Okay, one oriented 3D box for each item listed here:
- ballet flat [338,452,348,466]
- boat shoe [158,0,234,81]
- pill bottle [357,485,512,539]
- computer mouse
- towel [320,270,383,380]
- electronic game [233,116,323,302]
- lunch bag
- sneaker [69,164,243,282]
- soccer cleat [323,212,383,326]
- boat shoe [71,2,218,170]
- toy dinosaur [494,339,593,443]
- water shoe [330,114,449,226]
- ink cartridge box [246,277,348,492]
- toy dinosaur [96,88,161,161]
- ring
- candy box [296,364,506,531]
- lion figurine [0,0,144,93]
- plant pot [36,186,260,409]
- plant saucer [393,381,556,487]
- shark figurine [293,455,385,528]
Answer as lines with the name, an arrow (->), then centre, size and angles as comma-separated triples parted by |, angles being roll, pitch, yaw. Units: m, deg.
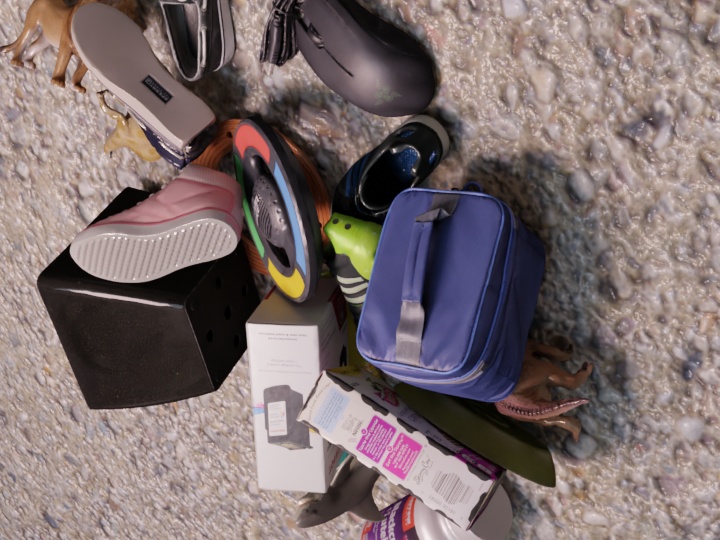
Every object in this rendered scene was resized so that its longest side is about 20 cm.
ballet flat -> -0.069, 0.150, 1.381 | 0.071, 0.072, 0.202 | -9, 112, 40
boat shoe -> -0.183, -0.295, 1.142 | 0.073, 0.068, 0.202 | 16, 128, 27
pill bottle -> 0.090, 0.315, 1.331 | 0.112, 0.111, 0.200 | 47, 135, -1
computer mouse -> -0.020, -0.212, 1.089 | 0.199, 0.053, 0.139 | 34, 133, 13
towel -> -0.031, 0.100, 1.325 | 0.085, 0.018, 0.202 | -20, 107, 17
electronic game -> -0.091, -0.063, 1.171 | 0.201, 0.041, 0.202 | 55, 155, 40
lunch bag -> 0.087, 0.014, 1.061 | 0.134, 0.203, 0.132 | 6, 167, 32
sneaker -> -0.215, -0.054, 1.211 | 0.197, 0.105, 0.076 | -11, 132, 17
soccer cleat -> 0.000, 0.000, 1.182 | 0.080, 0.068, 0.201 | 27, 157, 15
boat shoe -> -0.240, -0.192, 1.204 | 0.200, 0.075, 0.093 | 48, 157, 3
toy dinosaur -> 0.151, 0.109, 1.119 | 0.134, 0.200, 0.087 | 12, 107, -18
water shoe -> 0.012, -0.084, 1.135 | 0.071, 0.079, 0.200 | 44, 135, 3
ink cartridge box -> -0.065, 0.126, 1.249 | 0.082, 0.146, 0.203 | 2, 110, 11
toy dinosaur -> -0.270, -0.172, 1.300 | 0.198, 0.058, 0.102 | -8, 116, 40
ring -> -0.112, -0.082, 1.272 | 0.198, 0.019, 0.203 | 20, 129, 26
candy box -> 0.047, 0.172, 1.121 | 0.198, 0.136, 0.062 | 31, 95, 13
lion figurine -> -0.339, -0.277, 1.267 | 0.198, 0.072, 0.124 | 25, 98, 29
plant pot -> -0.229, 0.039, 1.319 | 0.175, 0.200, 0.202 | 5, 128, 25
plant saucer -> 0.127, 0.162, 1.176 | 0.199, 0.200, 0.031 | 31, 93, 16
shark figurine -> 0.017, 0.251, 1.331 | 0.090, 0.214, 0.128 | 51, 170, 7
